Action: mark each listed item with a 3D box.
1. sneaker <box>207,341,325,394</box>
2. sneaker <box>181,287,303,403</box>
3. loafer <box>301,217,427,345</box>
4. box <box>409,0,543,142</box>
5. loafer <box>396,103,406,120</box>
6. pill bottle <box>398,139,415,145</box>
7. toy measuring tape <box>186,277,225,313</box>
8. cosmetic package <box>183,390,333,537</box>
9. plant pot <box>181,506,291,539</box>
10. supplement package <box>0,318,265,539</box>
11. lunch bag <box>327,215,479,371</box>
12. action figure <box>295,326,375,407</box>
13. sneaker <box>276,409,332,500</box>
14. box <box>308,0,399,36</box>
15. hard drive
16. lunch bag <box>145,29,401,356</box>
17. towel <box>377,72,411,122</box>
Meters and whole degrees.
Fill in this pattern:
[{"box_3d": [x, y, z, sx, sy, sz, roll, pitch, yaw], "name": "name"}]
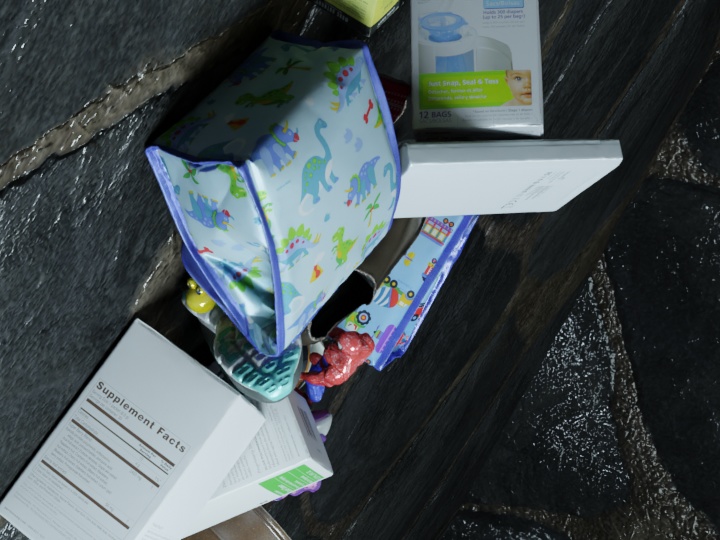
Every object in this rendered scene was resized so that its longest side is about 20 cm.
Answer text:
[{"box_3d": [-0.102, 0.101, 1.746, 0.200, 0.079, 0.078, -41, 179, -44], "name": "sneaker"}, {"box_3d": [-0.085, 0.070, 1.483, 0.077, 0.200, 0.092, -25, 117, -7], "name": "sneaker"}, {"box_3d": [0.000, 0.000, 1.613, 0.200, 0.071, 0.073, -49, 128, -15], "name": "loafer"}, {"box_3d": [0.099, -0.201, 1.515, 0.101, 0.111, 0.202, 68, 21, -74], "name": "box"}, {"box_3d": [-0.014, -0.099, 1.630, 0.200, 0.071, 0.073, -48, 165, -29], "name": "loafer"}, {"box_3d": [0.040, -0.033, 1.877, 0.113, 0.113, 0.201, -41, 161, -46], "name": "pill bottle"}, {"box_3d": [-0.073, -0.043, 1.461, 0.200, 0.073, 0.074, -45, 164, -14], "name": "toy measuring tape"}, {"box_3d": [-0.138, 0.182, 1.626, 0.199, 0.085, 0.108, -25, 163, 6], "name": "cosmetic package"}, {"box_3d": [-0.180, 0.317, 1.799, 0.198, 0.200, 0.201, -42, 163, -16], "name": "plant pot"}, {"box_3d": [-0.193, 0.164, 1.517, 0.201, 0.119, 0.121, -54, 165, -7], "name": "supplement package"}, {"box_3d": [0.015, -0.032, 1.710, 0.201, 0.150, 0.094, -60, 170, 15], "name": "lunch bag"}, {"box_3d": [-0.030, 0.085, 1.639, 0.065, 0.052, 0.200, -42, -178, -19], "name": "action figure"}, {"box_3d": [-0.102, 0.184, 1.762, 0.080, 0.199, 0.089, -9, 94, -38], "name": "sneaker"}, {"box_3d": [0.006, -0.271, 1.309, 0.050, 0.075, 0.201, -48, 163, -35], "name": "box"}, {"box_3d": [0.104, -0.077, 1.500, 0.198, 0.026, 0.132, -3, 163, -24], "name": "hard drive"}, {"box_3d": [-0.054, -0.059, 1.377, 0.170, 0.127, 0.201, -47, 132, -32], "name": "lunch bag"}, {"box_3d": [-0.050, -0.086, 1.506, 0.144, 0.022, 0.201, 12, 114, -43], "name": "towel"}]
